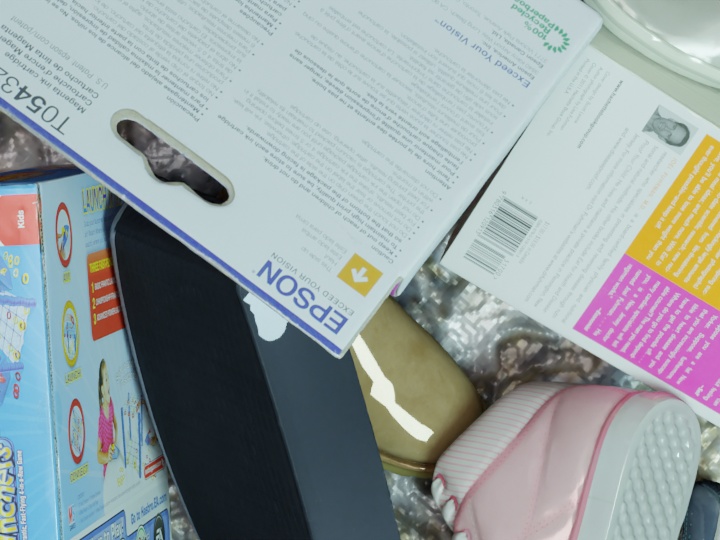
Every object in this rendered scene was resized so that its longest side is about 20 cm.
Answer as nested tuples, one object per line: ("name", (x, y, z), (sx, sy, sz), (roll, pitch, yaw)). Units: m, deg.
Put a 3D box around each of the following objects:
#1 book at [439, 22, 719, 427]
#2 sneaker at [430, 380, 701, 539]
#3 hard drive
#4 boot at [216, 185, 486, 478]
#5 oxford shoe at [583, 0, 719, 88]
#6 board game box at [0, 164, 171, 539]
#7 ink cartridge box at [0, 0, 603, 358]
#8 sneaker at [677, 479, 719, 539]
("book", (0.151, -0.004, 1.250), (0.200, 0.048, 0.134), (31, 123, -3))
("sneaker", (0.073, 0.141, 1.284), (0.104, 0.075, 0.201), (14, 81, 41))
("hard drive", (-0.046, 0.064, 1.275), (0.042, 0.135, 0.201), (-30, 121, -28))
("boot", (0.000, 0.000, 1.254), (0.175, 0.200, 0.066), (36, 65, 4))
("oxford shoe", (0.187, -0.106, 1.228), (0.199, 0.075, 0.058), (18, 138, -10))
("board game box", (-0.135, 0.054, 1.278), (0.056, 0.200, 0.197), (-3, 94, 9))
("ink cartridge box", (-0.036, -0.084, 1.144), (0.196, 0.043, 0.200), (36, 62, 4))
("sneaker", (0.113, 0.184, 1.319), (0.086, 0.078, 0.201), (21, 97, 9))
